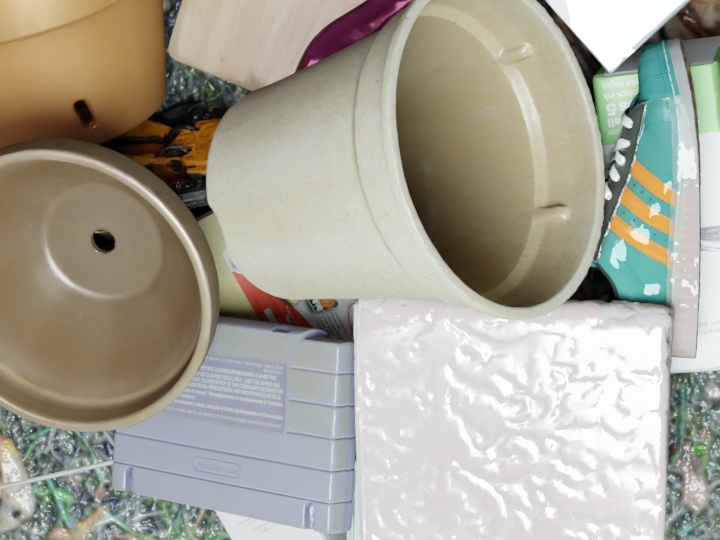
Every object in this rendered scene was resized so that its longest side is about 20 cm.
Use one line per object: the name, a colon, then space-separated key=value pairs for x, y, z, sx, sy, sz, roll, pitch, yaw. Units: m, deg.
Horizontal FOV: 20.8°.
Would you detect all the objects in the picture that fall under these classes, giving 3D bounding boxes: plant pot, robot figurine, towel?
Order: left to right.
plant pot: x=-0.219 y=-0.168 z=1.361 sx=0.199 sy=0.200 sz=0.141 roll=-7 pitch=118 yaw=14
plant pot: x=-0.181 y=-0.003 z=1.295 sx=0.199 sy=0.093 sz=0.202 roll=6 pitch=117 yaw=11
robot figurine: x=-0.172 y=-0.070 z=1.393 sx=0.199 sy=0.145 sz=0.059 roll=0 pitch=123 yaw=9
plant pot: x=0.016 y=-0.060 z=1.172 sx=0.183 sy=0.200 sz=0.202 roll=-10 pitch=102 yaw=42
towel: x=0.095 y=0.109 z=1.224 sx=0.199 sy=0.032 sz=0.192 roll=2 pitch=103 yaw=14

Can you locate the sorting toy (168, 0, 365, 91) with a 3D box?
sorting toy: x=-0.007 y=-0.211 z=1.356 sx=0.198 sy=0.070 sz=0.201 roll=22 pitch=107 yaw=7

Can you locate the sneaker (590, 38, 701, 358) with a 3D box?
sneaker: x=0.169 y=-0.041 z=1.203 sx=0.079 sy=0.071 sz=0.201 roll=0 pitch=105 yaw=10

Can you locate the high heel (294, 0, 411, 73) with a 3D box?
high heel: x=0.023 y=-0.138 z=1.282 sx=0.096 sy=0.067 sz=0.201 roll=29 pitch=84 yaw=14

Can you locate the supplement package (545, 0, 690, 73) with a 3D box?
supplement package: x=0.172 y=-0.214 z=1.245 sx=0.114 sy=0.200 sz=0.110 roll=-42 pitch=92 yaw=18

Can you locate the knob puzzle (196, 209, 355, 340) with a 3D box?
knob puzzle: x=0.000 y=0.000 z=1.354 sx=0.218 sy=0.030 sz=0.221 roll=0 pitch=112 yaw=1

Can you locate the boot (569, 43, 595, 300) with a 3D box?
boot: x=0.140 y=-0.057 z=1.346 sx=0.070 sy=0.200 sz=0.147 roll=13 pitch=70 yaw=19

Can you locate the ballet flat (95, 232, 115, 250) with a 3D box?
ballet flat: x=-0.213 y=0.002 z=1.397 sx=0.199 sy=0.073 sz=0.074 roll=-5 pitch=102 yaw=9

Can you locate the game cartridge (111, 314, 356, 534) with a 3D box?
game cartridge: x=-0.085 y=0.097 z=1.315 sx=0.199 sy=0.038 sz=0.131 roll=6 pitch=90 yaw=38

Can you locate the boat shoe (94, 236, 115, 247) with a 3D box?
boat shoe: x=-0.213 y=0.011 z=1.460 sx=0.198 sy=0.068 sz=0.072 roll=-4 pitch=93 yaw=2

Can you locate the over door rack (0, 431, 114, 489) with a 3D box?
over door rack: x=-0.246 y=0.110 z=1.441 sx=0.199 sy=0.148 sz=0.067 roll=-23 pitch=57 yaw=3

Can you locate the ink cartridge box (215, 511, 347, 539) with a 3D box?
ink cartridge box: x=-0.079 y=0.117 z=1.427 sx=0.068 sy=0.116 sz=0.201 roll=-28 pitch=95 yaw=18

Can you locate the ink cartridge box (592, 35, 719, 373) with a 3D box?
ink cartridge box: x=0.213 y=-0.045 z=1.305 sx=0.083 sy=0.146 sz=0.201 roll=-5 pitch=102 yaw=14

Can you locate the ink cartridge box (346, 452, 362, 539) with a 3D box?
ink cartridge box: x=0.080 y=0.174 z=1.360 sx=0.144 sy=0.200 sz=0.146 roll=3 pitch=104 yaw=12
